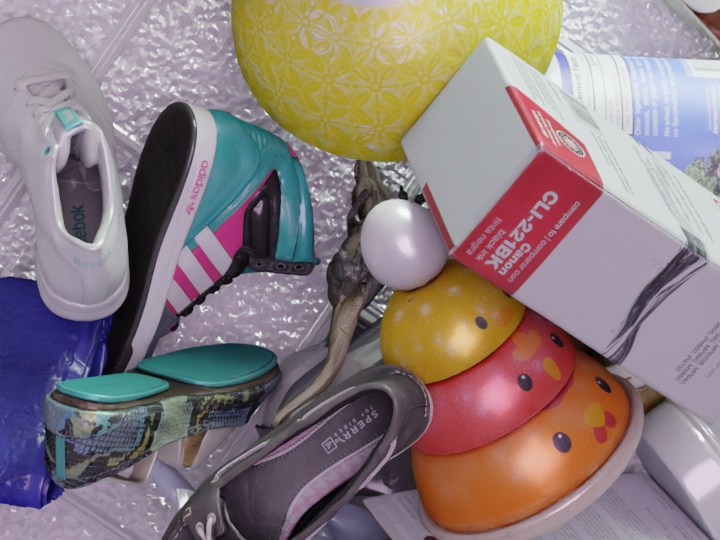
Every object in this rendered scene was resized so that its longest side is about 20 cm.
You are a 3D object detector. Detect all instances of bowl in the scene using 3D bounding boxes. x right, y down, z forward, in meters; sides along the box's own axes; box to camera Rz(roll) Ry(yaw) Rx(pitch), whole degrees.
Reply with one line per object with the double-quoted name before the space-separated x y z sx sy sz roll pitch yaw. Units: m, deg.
"bowl" 0.014 -0.175 1.672 0.200 0.108 0.200 -4 64 7

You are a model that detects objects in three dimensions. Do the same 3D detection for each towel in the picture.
"towel" -0.251 0.063 1.677 0.200 0.050 0.148 11 55 10

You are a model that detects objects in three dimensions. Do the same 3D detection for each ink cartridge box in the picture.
"ink cartridge box" 0.118 0.183 1.702 0.200 0.160 0.047 -4 119 -25
"ink cartridge box" 0.134 -0.022 1.614 0.200 0.144 0.084 32 108 -24

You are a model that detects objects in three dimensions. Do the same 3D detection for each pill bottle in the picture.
"pill bottle" 0.140 -0.074 1.739 0.200 0.112 0.112 2 94 -8
"pill bottle" 0.270 0.077 1.766 0.200 0.114 0.114 -35 98 -4

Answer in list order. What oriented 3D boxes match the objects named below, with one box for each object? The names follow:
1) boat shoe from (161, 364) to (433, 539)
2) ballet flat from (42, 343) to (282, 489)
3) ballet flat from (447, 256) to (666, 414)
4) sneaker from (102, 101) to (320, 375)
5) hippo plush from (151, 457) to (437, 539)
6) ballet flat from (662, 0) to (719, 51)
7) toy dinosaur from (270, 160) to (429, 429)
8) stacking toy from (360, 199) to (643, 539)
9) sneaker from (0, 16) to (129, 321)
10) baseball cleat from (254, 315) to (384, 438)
"boat shoe" -0.046 0.122 1.599 0.200 0.057 0.067 -41 80 10
"ballet flat" -0.116 0.086 1.658 0.074 0.200 0.074 4 98 34
"ballet flat" 0.134 0.031 1.733 0.200 0.071 0.071 35 88 -32
"sneaker" -0.088 -0.005 1.730 0.121 0.084 0.200 8 121 -32
"hippo plush" -0.044 0.220 1.708 0.200 0.159 0.161 14 103 -27
"ballet flat" 0.239 -0.160 1.772 0.067 0.062 0.200 -45 98 -4
"toy dinosaur" 0.000 0.000 1.693 0.047 0.088 0.200 27 50 -7
"stacking toy" 0.057 0.046 1.640 0.146 0.146 0.200 -35 114 -4
"sneaker" -0.171 -0.076 1.675 0.075 0.089 0.200 -13 63 -14
"baseball cleat" 0.017 0.044 1.752 0.200 0.106 0.070 -31 110 -35
